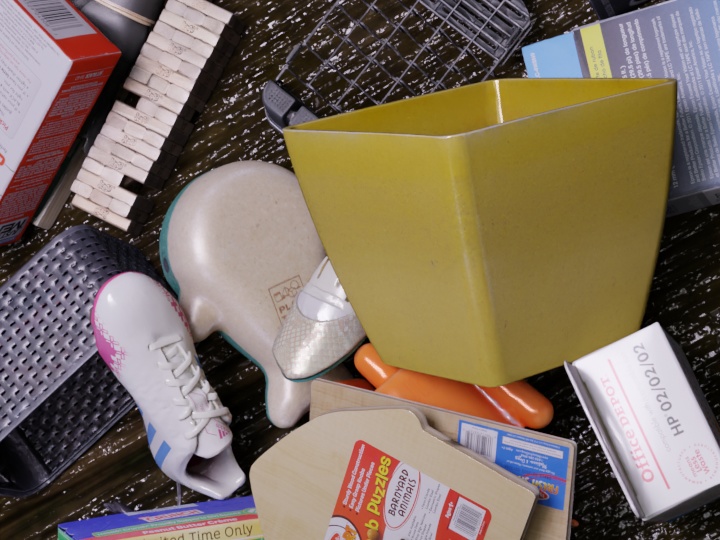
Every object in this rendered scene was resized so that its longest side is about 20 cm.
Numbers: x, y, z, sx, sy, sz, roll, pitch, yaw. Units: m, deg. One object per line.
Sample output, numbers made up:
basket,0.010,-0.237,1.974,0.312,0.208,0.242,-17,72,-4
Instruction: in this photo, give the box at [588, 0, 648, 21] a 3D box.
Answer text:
box,0.234,-0.283,1.329,0.199,0.122,0.106,-28,75,11

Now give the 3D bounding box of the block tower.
block tower,-0.159,-0.130,1.451,0.058,0.054,0.201,26,90,10

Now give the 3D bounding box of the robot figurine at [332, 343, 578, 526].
robot figurine,0.061,0.140,1.323,0.144,0.117,0.200,-39,73,-23

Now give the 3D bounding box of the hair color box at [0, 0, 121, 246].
hair color box,-0.277,-0.124,1.414,0.111,0.064,0.200,45,121,16

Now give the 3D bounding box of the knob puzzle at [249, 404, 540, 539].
knob puzzle,0.013,0.176,1.254,0.219,0.030,0.221,9,108,28

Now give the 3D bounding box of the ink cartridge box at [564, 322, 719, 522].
ink cartridge box,0.203,0.105,1.242,0.068,0.200,0.116,-27,76,10

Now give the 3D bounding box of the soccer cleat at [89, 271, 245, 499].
soccer cleat,-0.129,0.084,1.315,0.070,0.201,0.086,-40,47,-23

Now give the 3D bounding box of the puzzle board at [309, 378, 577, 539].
puzzle board,0.052,0.165,1.256,0.199,0.017,0.152,12,109,26

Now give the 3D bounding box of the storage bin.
storage bin,-0.236,0.072,1.401,0.200,0.135,0.094,-42,71,7

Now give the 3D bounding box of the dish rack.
dish rack,0.030,-0.159,1.406,0.153,0.055,0.200,39,92,16

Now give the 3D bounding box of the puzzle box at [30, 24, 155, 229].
puzzle box,-0.261,-0.151,1.500,0.133,0.025,0.201,32,92,17

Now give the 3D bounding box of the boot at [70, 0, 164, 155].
boot,-0.270,-0.190,1.460,0.199,0.077,0.139,24,96,20

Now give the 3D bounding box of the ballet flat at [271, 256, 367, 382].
ballet flat,0.000,0.000,1.340,0.067,0.063,0.200,20,49,36

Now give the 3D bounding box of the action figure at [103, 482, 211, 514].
action figure,-0.184,0.255,1.386,0.119,0.102,0.200,32,65,25

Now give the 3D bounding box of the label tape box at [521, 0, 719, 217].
label tape box,0.233,-0.119,1.338,0.199,0.066,0.144,-16,78,17

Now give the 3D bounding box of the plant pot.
plant pot,0.090,-0.028,1.254,0.200,0.199,0.177,10,111,55

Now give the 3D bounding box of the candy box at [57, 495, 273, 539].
candy box,-0.126,0.273,1.310,0.168,0.077,0.201,-5,95,-27

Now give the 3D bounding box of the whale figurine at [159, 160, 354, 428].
whale figurine,-0.078,0.018,1.395,0.159,0.104,0.201,-27,97,-28
